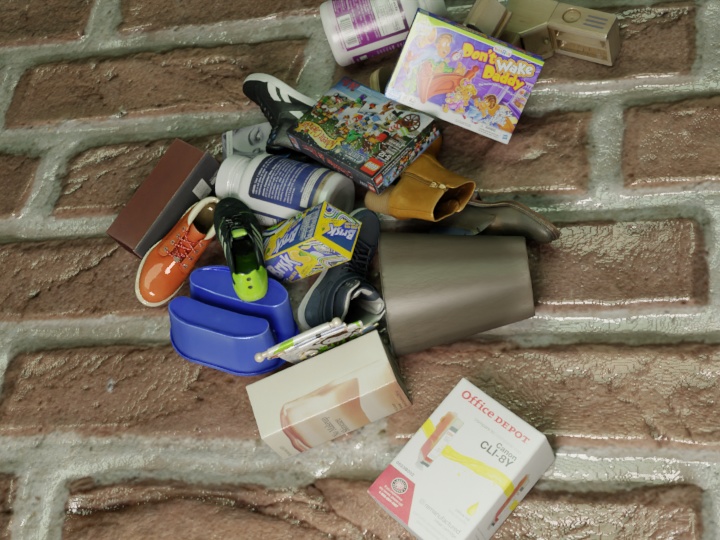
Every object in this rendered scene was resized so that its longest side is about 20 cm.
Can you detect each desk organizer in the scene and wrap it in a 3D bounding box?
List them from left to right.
[{"bbox_3d":[-0.315,-0.110,1.762,0.077,0.072,0.200,28,77,32],"label":"desk organizer"}]

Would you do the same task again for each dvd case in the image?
[{"bbox_3d":[-0.133,-0.187,1.786,0.200,0.016,0.149,-12,59,12],"label":"dvd case"}]

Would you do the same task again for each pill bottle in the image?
[{"bbox_3d":[-0.119,-0.118,1.679,0.200,0.111,0.111,16,68,21],"label":"pill bottle"},{"bbox_3d":[0.041,-0.423,1.805,0.200,0.112,0.112,-18,58,8],"label":"pill bottle"}]

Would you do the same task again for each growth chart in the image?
[{"bbox_3d":[-0.044,0.103,1.492,0.145,0.200,0.018,-26,70,13],"label":"growth chart"}]

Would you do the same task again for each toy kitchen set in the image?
[{"bbox_3d":[0.266,-0.336,1.650,0.180,0.163,0.200,21,70,27],"label":"toy kitchen set"}]

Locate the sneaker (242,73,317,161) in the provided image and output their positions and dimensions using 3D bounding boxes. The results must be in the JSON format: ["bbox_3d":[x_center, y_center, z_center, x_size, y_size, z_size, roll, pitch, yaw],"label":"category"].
[{"bbox_3d":[-0.139,-0.244,1.767,0.200,0.073,0.112,28,70,28],"label":"sneaker"}]

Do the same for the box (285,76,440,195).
[{"bbox_3d":[0.002,-0.207,1.637,0.137,0.038,0.200,-45,51,-16],"label":"box"}]

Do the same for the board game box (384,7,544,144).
[{"bbox_3d":[0.152,-0.288,1.609,0.200,0.135,0.045,20,22,-5],"label":"board game box"}]

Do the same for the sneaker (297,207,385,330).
[{"bbox_3d":[0.001,0.001,1.563,0.146,0.077,0.202,2,64,61],"label":"sneaker"}]

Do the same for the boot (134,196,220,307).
[{"bbox_3d":[-0.280,-0.033,1.685,0.075,0.107,0.200,36,75,-11],"label":"boot"}]

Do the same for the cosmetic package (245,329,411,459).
[{"bbox_3d":[-0.042,0.173,1.499,0.200,0.103,0.087,-24,60,6],"label":"cosmetic package"}]

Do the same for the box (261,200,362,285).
[{"bbox_3d":[-0.085,-0.036,1.591,0.200,0.070,0.064,-20,47,55],"label":"box"}]

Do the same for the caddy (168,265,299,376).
[{"bbox_3d":[-0.188,0.080,1.602,0.200,0.105,0.141,15,46,18],"label":"caddy"}]

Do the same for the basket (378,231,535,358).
[{"bbox_3d":[0.137,0.020,1.511,0.200,0.136,0.180,-8,84,8],"label":"basket"}]

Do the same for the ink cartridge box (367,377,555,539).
[{"bbox_3d":[0.131,0.262,1.402,0.145,0.083,0.200,35,77,31],"label":"ink cartridge box"}]

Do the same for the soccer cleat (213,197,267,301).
[{"bbox_3d":[-0.173,-0.045,1.580,0.067,0.081,0.200,-14,51,-8],"label":"soccer cleat"}]

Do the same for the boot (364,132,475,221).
[{"bbox_3d":[0.113,-0.138,1.610,0.144,0.071,0.201,11,46,37],"label":"boot"}]

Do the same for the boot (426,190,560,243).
[{"bbox_3d":[0.186,-0.051,1.569,0.200,0.075,0.097,21,68,40],"label":"boot"}]

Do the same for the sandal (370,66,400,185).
[{"bbox_3d":[0.033,-0.215,1.726,0.070,0.078,0.212,-26,61,44],"label":"sandal"}]
